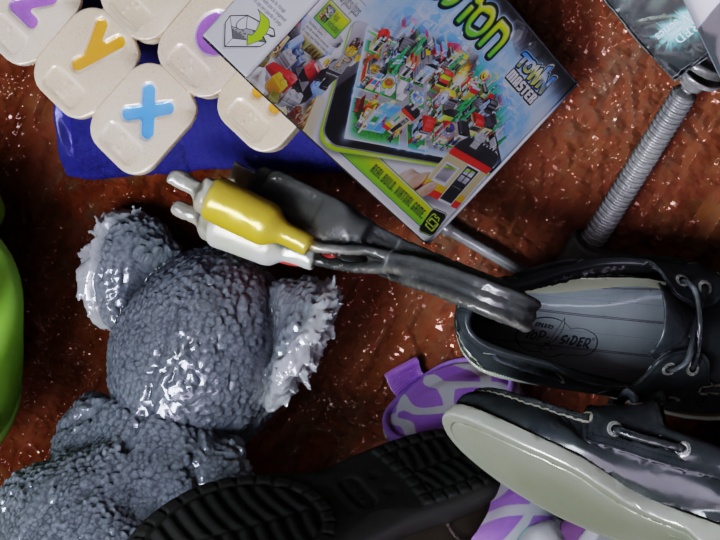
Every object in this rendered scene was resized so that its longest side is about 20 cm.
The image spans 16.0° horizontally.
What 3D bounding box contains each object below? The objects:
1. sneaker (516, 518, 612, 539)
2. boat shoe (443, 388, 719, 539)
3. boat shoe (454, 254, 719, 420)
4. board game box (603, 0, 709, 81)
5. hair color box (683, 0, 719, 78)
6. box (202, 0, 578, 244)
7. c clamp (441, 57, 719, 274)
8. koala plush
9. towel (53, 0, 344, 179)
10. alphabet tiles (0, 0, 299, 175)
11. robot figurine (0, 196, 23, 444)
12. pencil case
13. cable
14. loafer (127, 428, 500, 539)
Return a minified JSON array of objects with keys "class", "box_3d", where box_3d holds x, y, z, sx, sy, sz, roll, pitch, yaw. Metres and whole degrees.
[{"class":"sneaker","box_3d":[0.114,0.183,1.267,0.200,0.140,0.078,-49,123,-3]},{"class":"boat shoe","box_3d":[0.139,0.091,1.215,0.198,0.066,0.075,21,158,20]},{"class":"boat shoe","box_3d":[0.140,0.028,1.252,0.198,0.066,0.075,9,82,13]},{"class":"board game box","box_3d":[0.179,-0.194,1.159,0.200,0.028,0.135,-35,106,22]},{"class":"hair color box","box_3d":[0.187,-0.147,1.130,0.098,0.061,0.201,-22,109,18]},{"class":"box","box_3d":[0.018,-0.096,1.172,0.110,0.200,0.035,-47,57,3]},{"class":"c clamp","box_3d":[0.157,-0.039,1.268,0.170,0.027,0.200,33,123,-5]},{"class":"koala plush","box_3d":[-0.092,0.078,1.331,0.177,0.183,0.201,23,97,26]},{"class":"towel","box_3d":[-0.066,-0.116,1.276,0.198,0.050,0.148,0,126,14]},{"class":"alphabet tiles","box_3d":[-0.081,-0.152,1.212,0.200,0.015,0.196,43,97,14]},{"class":"robot figurine","box_3d":[-0.233,0.039,1.339,0.115,0.177,0.200,-2,154,-8]},{"class":"pencil case","box_3d":[0.076,0.144,1.368,0.084,0.085,0.201,-26,115,-14]},{"class":"cable","box_3d":[0.000,0.000,1.257,0.199,0.097,0.051,28,84,24]},{"class":"loafer","box_3d":[-0.021,0.140,1.252,0.199,0.073,0.072,-13,127,-21]}]
